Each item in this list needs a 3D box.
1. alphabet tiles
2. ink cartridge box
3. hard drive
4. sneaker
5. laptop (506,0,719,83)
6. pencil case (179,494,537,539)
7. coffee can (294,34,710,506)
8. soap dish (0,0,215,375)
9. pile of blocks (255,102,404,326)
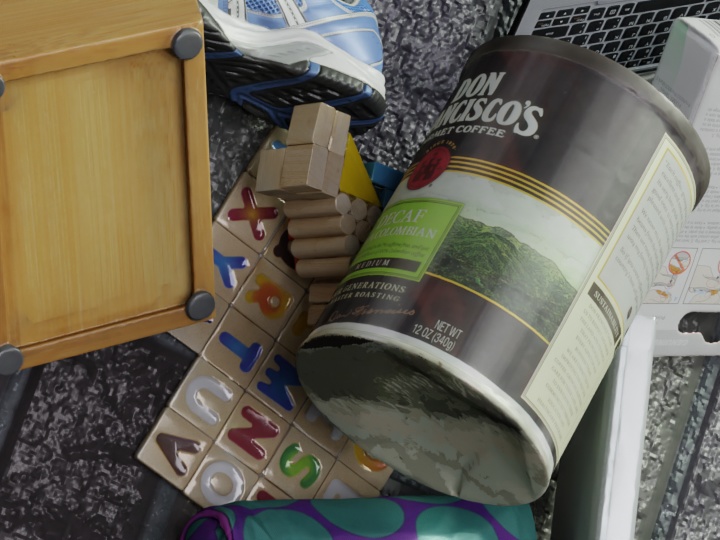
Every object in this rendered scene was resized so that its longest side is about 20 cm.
[{"bbox_3d":[-0.035,0.048,1.525,0.167,0.008,0.200,38,71,-19],"label":"alphabet tiles"},{"bbox_3d":[0.224,-0.045,1.606,0.161,0.050,0.200,1,122,-32],"label":"ink cartridge box"},{"bbox_3d":[0.128,0.134,1.519,0.026,0.132,0.201,9,76,-5],"label":"hard drive"},{"bbox_3d":[-0.077,-0.138,1.492,0.200,0.076,0.077,23,55,-23],"label":"sneaker"},{"bbox_3d":[0.179,-0.090,1.583,0.187,0.200,0.116,-11,57,-27],"label":"laptop"},{"bbox_3d":[0.001,0.166,1.486,0.199,0.085,0.093,2,123,-28],"label":"pencil case"},{"bbox_3d":[0.076,0.000,1.440,0.146,0.146,0.200,39,63,-18],"label":"coffee can"},{"bbox_3d":[-0.148,-0.048,1.399,0.157,0.081,0.201,-14,118,-26],"label":"soap dish"},{"bbox_3d":[0.000,0.000,1.513,0.082,0.062,0.201,-29,107,-37],"label":"pile of blocks"}]
